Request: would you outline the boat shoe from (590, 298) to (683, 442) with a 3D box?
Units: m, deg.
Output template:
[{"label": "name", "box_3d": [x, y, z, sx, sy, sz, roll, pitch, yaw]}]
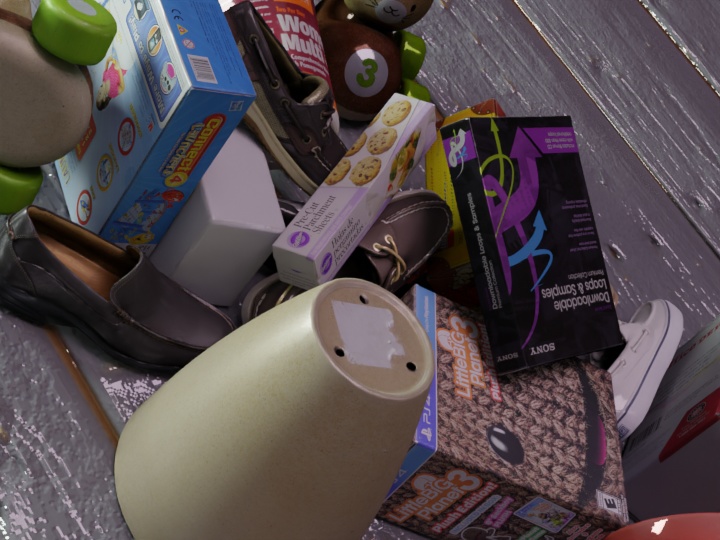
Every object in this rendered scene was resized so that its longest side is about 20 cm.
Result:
[{"label": "boat shoe", "box_3d": [0.251, 0.078, 1.240, 0.065, 0.074, 0.200, 42, 38, -5]}]

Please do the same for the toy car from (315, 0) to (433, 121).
[{"label": "toy car", "box_3d": [0.023, -0.259, 1.270, 0.163, 0.200, 0.159, 21, 43, -22]}]

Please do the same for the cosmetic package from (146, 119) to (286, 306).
[{"label": "cosmetic package", "box_3d": [-0.132, -0.083, 1.059, 0.071, 0.102, 0.201, 9, 49, -34]}]

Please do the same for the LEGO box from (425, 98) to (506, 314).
[{"label": "LEGO box", "box_3d": [0.123, -0.030, 1.186, 0.149, 0.077, 0.201, 53, 27, -38]}]

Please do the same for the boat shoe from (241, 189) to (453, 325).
[{"label": "boat shoe", "box_3d": [0.000, 0.000, 1.049, 0.199, 0.059, 0.072, -31, 112, -20]}]

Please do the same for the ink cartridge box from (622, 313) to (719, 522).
[{"label": "ink cartridge box", "box_3d": [0.321, 0.132, 1.187, 0.083, 0.146, 0.200, 40, 39, -2]}]

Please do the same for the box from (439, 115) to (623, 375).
[{"label": "box", "box_3d": [0.142, -0.025, 1.062, 0.142, 0.036, 0.202, -8, 85, -47]}]

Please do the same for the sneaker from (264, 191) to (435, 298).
[{"label": "sneaker", "box_3d": [-0.014, -0.034, 1.138, 0.200, 0.067, 0.108, 25, 40, -24]}]

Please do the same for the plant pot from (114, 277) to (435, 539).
[{"label": "plant pot", "box_3d": [-0.042, 0.101, 0.881, 0.186, 0.200, 0.188, 21, 43, -21]}]

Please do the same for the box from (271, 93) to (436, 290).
[{"label": "box", "box_3d": [0.000, -0.065, 1.039, 0.041, 0.039, 0.200, 18, 51, 25]}]

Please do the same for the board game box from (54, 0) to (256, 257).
[{"label": "board game box", "box_3d": [-0.175, -0.143, 1.005, 0.056, 0.196, 0.201, 3, 52, -37]}]

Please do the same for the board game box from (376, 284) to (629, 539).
[{"label": "board game box", "box_3d": [0.101, 0.131, 1.049, 0.199, 0.097, 0.160, 23, 42, -21]}]

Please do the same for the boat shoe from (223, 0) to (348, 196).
[{"label": "boat shoe", "box_3d": [-0.051, -0.128, 1.049, 0.200, 0.065, 0.074, 45, 25, -30]}]

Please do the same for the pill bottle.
[{"label": "pill bottle", "box_3d": [-0.088, -0.201, 1.174, 0.109, 0.109, 0.202, 6, 61, -35]}]

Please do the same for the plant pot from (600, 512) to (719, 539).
[{"label": "plant pot", "box_3d": [0.263, 0.302, 0.964, 0.199, 0.200, 0.178, 24, 52, -19]}]

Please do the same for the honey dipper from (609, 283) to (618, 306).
[{"label": "honey dipper", "box_3d": [0.169, -0.038, 1.151, 0.201, 0.038, 0.038, 55, 31, -29]}]

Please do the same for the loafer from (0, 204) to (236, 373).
[{"label": "loafer", "box_3d": [-0.174, 0.017, 0.954, 0.199, 0.072, 0.073, 21, 42, -23]}]

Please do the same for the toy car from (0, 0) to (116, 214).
[{"label": "toy car", "box_3d": [-0.274, -0.173, 0.993, 0.157, 0.165, 0.201, 24, 26, -19]}]
